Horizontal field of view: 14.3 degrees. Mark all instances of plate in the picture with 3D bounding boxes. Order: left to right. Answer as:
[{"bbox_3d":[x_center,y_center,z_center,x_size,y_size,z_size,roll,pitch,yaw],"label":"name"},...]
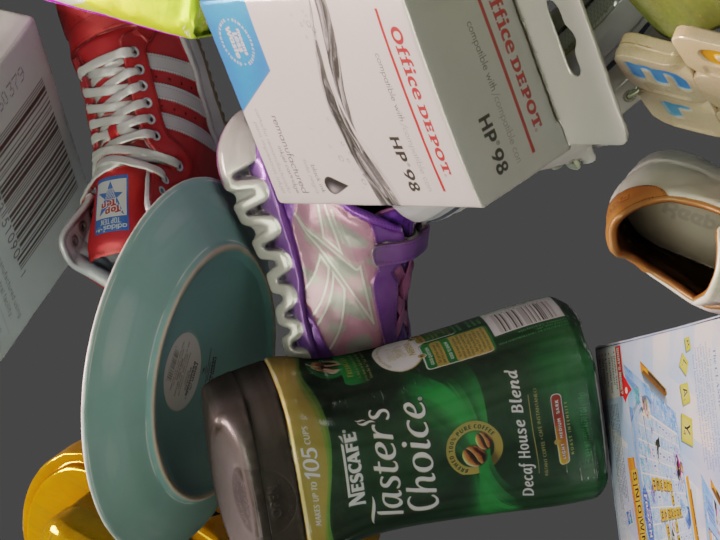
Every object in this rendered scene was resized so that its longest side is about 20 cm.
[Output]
[{"bbox_3d":[-0.085,0.052,1.499,0.026,0.200,0.201,10,114,24],"label":"plate"}]

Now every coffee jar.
[{"bbox_3d":[0.021,0.084,1.469,0.199,0.085,0.105,-13,112,-7],"label":"coffee jar"}]

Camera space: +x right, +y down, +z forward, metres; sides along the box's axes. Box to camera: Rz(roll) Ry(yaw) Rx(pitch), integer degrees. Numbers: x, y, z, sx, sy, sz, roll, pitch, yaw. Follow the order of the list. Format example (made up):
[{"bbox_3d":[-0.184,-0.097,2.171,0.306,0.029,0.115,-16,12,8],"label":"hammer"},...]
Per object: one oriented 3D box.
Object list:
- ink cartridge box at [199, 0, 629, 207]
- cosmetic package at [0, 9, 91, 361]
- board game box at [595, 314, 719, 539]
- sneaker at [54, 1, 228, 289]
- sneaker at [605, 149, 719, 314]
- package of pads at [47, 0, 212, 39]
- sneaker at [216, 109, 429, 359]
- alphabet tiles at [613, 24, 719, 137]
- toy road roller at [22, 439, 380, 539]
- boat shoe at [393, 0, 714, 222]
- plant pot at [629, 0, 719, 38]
[{"bbox_3d":[0.022,-0.095,1.359,0.200,0.067,0.116,2,120,52],"label":"ink cartridge box"},{"bbox_3d":[-0.281,-0.050,1.568,0.200,0.165,0.165,15,143,24],"label":"cosmetic package"},{"bbox_3d":[0.177,0.124,1.378,0.199,0.041,0.201,159,105,-73],"label":"board game box"},{"bbox_3d":[-0.128,-0.073,1.532,0.071,0.112,0.200,-22,98,34],"label":"sneaker"},{"bbox_3d":[0.210,0.007,1.389,0.200,0.085,0.073,18,117,16],"label":"sneaker"},{"bbox_3d":[-0.114,-0.229,1.470,0.154,0.068,0.200,16,107,23],"label":"package of pads"},{"bbox_3d":[0.000,0.000,1.516,0.088,0.080,0.201,-17,100,24],"label":"sneaker"},{"bbox_3d":[0.218,-0.066,1.313,0.200,0.196,0.015,17,80,24],"label":"alphabet tiles"},{"bbox_3d":[-0.101,0.172,1.597,0.200,0.146,0.123,31,122,16],"label":"toy road roller"},{"bbox_3d":[0.096,-0.077,1.428,0.067,0.074,0.200,30,132,-23],"label":"boat shoe"},{"bbox_3d":[0.140,-0.214,1.291,0.200,0.200,0.184,-27,106,35],"label":"plant pot"}]
